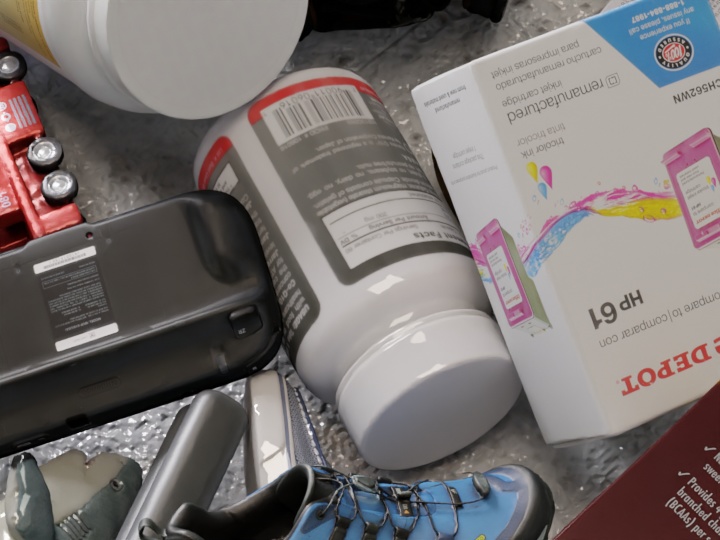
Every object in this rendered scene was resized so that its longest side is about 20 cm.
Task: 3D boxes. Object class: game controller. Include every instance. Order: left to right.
[{"bbox_3d":[-0.143,0.028,1.467,0.199,0.042,0.105,-18,67,2],"label":"game controller"}]

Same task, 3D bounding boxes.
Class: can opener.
[{"bbox_3d":[-0.101,0.156,1.420,0.066,0.053,0.201,27,62,-15],"label":"can opener"}]

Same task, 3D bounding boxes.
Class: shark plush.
[{"bbox_3d":[-0.154,0.177,1.423,0.083,0.091,0.201,17,49,-24],"label":"shark plush"}]

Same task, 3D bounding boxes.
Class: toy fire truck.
[{"bbox_3d":[-0.226,-0.028,1.563,0.141,0.049,0.200,-20,59,-10],"label":"toy fire truck"}]

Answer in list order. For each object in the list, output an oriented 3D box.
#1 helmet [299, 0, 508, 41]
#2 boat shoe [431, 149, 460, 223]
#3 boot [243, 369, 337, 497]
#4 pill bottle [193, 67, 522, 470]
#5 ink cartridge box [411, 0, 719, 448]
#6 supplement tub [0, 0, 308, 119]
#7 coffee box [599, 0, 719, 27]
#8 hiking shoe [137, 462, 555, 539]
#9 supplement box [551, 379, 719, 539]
[{"bbox_3d":[0.008,-0.228,1.599,0.199,0.191,0.201,-1,57,1],"label":"helmet"},{"bbox_3d":[0.109,-0.010,1.528,0.069,0.074,0.200,-26,60,-8],"label":"boat shoe"},{"bbox_3d":[-0.005,0.141,1.444,0.090,0.073,0.201,-6,65,-10],"label":"boot"},{"bbox_3d":[0.000,0.000,1.500,0.114,0.114,0.200,-22,60,-12],"label":"pill bottle"},{"bbox_3d":[0.134,-0.027,1.427,0.144,0.085,0.201,-22,92,-22],"label":"ink cartridge box"},{"bbox_3d":[-0.130,-0.169,1.530,0.144,0.145,0.200,-34,36,-18],"label":"supplement tub"},{"bbox_3d":[0.216,-0.068,1.539,0.200,0.115,0.080,30,59,18],"label":"coffee box"},{"bbox_3d":[-0.001,0.129,1.350,0.199,0.087,0.074,-19,35,-11],"label":"hiking shoe"},{"bbox_3d":[0.173,0.190,1.342,0.200,0.133,0.197,-40,77,-22],"label":"supplement box"}]
